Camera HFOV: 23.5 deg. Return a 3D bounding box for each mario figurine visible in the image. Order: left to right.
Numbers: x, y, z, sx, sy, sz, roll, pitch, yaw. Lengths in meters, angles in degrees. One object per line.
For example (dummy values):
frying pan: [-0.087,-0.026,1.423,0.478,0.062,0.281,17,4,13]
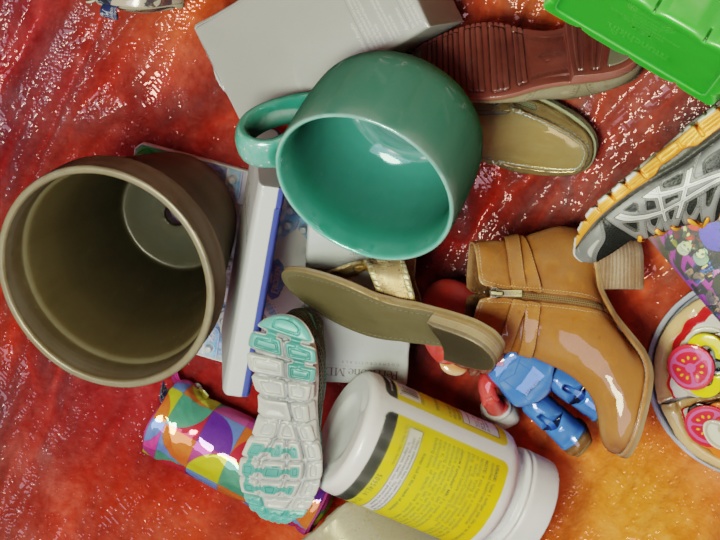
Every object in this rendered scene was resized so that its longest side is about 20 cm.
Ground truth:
mario figurine: [0.140,0.072,1.560,0.200,0.106,0.124,38,75,-10]

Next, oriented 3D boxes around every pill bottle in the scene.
pill bottle: [0.070,0.177,1.546,0.199,0.114,0.114,25,119,-17]

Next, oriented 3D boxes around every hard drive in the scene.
hard drive: [-0.095,-0.008,1.528,0.025,0.132,0.201,7,115,-9]

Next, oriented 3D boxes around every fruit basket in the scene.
fruit basket: [0.266,-0.264,1.354,0.215,0.156,0.217,2,73,-6]

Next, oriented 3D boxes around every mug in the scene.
mug: [0.009,-0.111,1.401,0.185,0.115,0.152,36,139,-8]

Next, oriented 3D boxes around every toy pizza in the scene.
toy pizza: [0.348,0.099,1.514,0.199,0.032,0.201,6,113,15]

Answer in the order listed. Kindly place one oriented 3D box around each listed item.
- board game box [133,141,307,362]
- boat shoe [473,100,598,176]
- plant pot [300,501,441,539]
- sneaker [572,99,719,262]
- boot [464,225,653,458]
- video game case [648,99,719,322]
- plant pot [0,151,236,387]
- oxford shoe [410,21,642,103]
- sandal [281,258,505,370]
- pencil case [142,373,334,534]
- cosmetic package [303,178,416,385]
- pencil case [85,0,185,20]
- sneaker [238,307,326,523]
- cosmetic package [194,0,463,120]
board game box: [-0.134,-0.002,1.631,0.199,0.026,0.201,15,116,11]
boat shoe: [0.102,-0.120,1.478,0.199,0.076,0.072,16,115,11]
plant pot: [0.034,0.296,1.620,0.184,0.200,0.200,48,118,6]
sneaker: [0.256,-0.062,1.409,0.200,0.078,0.077,-39,89,26]
boot: [0.165,0.063,1.485,0.154,0.074,0.201,-1,82,-14]
video game case: [0.339,-0.047,1.438,0.181,0.036,0.200,-42,85,27]
plant pot: [-0.191,-0.022,1.529,0.199,0.174,0.201,6,112,16]
oxford shoe: [0.138,-0.163,1.445,0.199,0.075,0.071,-1,71,14]
sandal: [0.039,0.019,1.478,0.211,0.070,0.078,20,153,28]
pencil case: [-0.114,0.175,1.666,0.200,0.088,0.089,29,117,5]
cosmetic package: [0.000,0.000,1.549,0.101,0.074,0.201,2,114,1]
pencil case: [-0.201,-0.321,1.492,0.089,0.078,0.201,-1,112,2]
sneaker: [-0.057,0.124,1.520,0.077,0.091,0.201,11,110,11]
cosmetic package: [-0.028,-0.208,1.471,0.200,0.090,0.107,-25,90,28]
